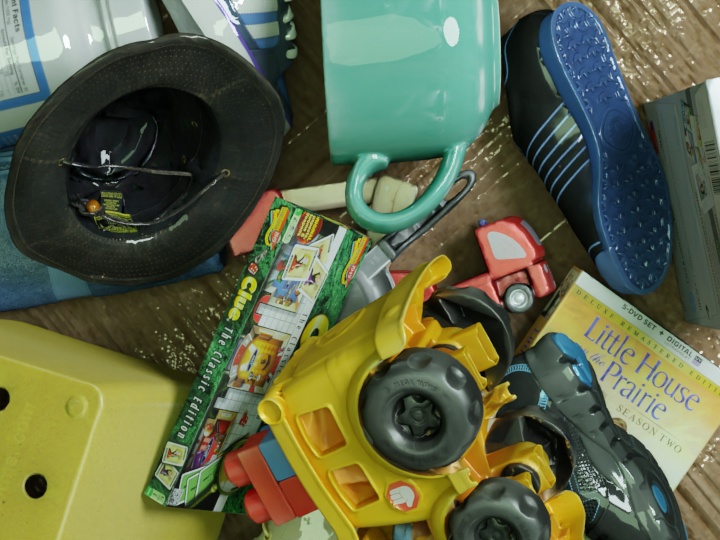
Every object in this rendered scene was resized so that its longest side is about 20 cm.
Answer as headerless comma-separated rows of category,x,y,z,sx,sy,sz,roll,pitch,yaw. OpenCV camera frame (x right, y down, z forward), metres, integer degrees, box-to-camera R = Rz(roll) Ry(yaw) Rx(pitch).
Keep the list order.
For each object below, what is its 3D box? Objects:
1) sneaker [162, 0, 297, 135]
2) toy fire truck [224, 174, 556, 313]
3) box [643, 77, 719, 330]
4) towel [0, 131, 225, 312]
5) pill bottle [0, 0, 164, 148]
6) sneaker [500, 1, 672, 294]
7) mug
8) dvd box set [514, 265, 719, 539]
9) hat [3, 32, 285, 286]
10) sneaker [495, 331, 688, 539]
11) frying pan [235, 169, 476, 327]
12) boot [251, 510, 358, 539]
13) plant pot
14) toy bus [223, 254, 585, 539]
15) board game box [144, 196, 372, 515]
sneaker,-0.057,-0.201,1.262,0.146,0.080,0.201,-38,119,-12
toy fire truck,0.020,-0.012,1.290,0.198,0.049,0.142,-22,90,4
box,0.231,-0.041,1.202,0.041,0.200,0.158,-11,91,-3
towel,-0.195,-0.036,1.302,0.198,0.049,0.113,-9,92,3
pill bottle,-0.233,-0.142,1.269,0.198,0.112,0.113,-13,91,2
sneaker,0.148,-0.078,1.269,0.070,0.078,0.202,-17,92,-34
mug,0.034,-0.134,1.240,0.113,0.152,0.187,-3,114,1
dvd box set,0.149,0.120,1.284,0.146,0.029,0.201,35,93,-10
hat,-0.145,-0.087,1.217,0.199,0.201,0.081,-28,48,3
sneaker,0.150,0.138,1.245,0.081,0.073,0.201,-30,97,17
frying pan,0.004,0.017,1.255,0.188,0.031,0.116,-19,91,7
boot,-0.065,0.181,1.288,0.198,0.073,0.157,5,92,1
plant pot,-0.207,0.136,1.206,0.198,0.176,0.202,15,82,17
toy bus,0.021,0.122,1.161,0.191,0.136,0.201,-27,101,22
board game box,-0.063,0.058,1.194,0.023,0.105,0.202,25,93,27
